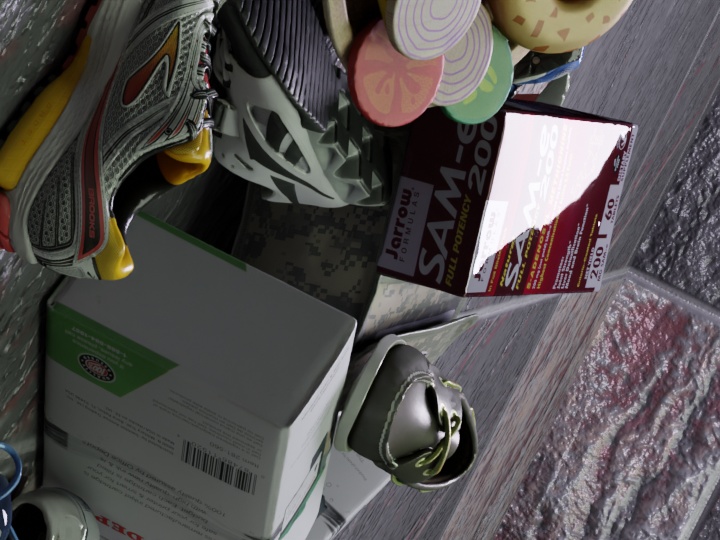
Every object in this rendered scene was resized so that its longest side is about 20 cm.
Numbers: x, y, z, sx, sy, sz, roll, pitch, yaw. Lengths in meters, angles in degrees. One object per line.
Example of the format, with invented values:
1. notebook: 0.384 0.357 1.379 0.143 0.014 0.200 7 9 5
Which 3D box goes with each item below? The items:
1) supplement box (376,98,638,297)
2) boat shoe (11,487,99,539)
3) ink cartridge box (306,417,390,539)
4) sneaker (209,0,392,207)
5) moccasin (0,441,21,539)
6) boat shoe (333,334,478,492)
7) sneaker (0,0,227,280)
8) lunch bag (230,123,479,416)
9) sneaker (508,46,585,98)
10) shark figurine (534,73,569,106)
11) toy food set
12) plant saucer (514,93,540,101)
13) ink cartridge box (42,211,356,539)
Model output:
1. supplement box: 0.088 -0.044 1.453 0.200 0.061 0.109 -2 106 -62
2. boat shoe: -0.205 0.213 1.371 0.200 0.072 0.066 -62 162 1
3. ink cartridge box: -0.072 0.169 1.640 0.200 0.086 0.146 -44 178 -34
4. sneaker: -0.056 -0.092 1.324 0.200 0.088 0.074 60 29 -48
5. moccasin: -0.192 0.108 1.192 0.081 0.068 0.200 -60 167 -12
6. boat shoe: 0.030 0.086 1.426 0.072 0.060 0.202 -61 168 -5
7. sneaker: -0.093 -0.081 1.160 0.200 0.082 0.078 -60 168 -12
8. lunch bag: 0.000 0.000 1.501 0.164 0.117 0.201 -11 118 -62
9. sneaker: 0.078 -0.143 1.477 0.200 0.089 0.079 21 -82 59
10. shark figurine: 0.046 -0.105 1.644 0.128 0.214 0.090 -27 113 -19
11. toy food set: 0.059 -0.164 1.255 0.198 0.049 0.200 -40 139 -20
12. plant saucer: 0.032 -0.032 1.751 0.200 0.037 0.200 -52 -172 -37
13. ink cartridge box: -0.092 0.080 1.365 0.084 0.146 0.200 -56 167 -34
